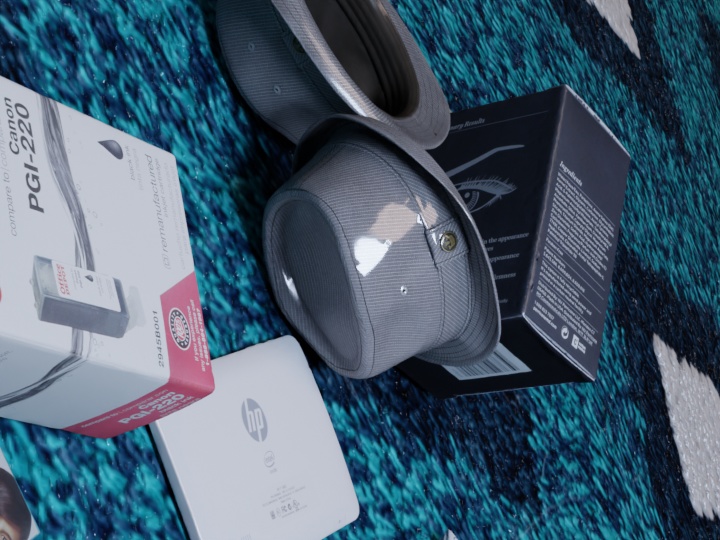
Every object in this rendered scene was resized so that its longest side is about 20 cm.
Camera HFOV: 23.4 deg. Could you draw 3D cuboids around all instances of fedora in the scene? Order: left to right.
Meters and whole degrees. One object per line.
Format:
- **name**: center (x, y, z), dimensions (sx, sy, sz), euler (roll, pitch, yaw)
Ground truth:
- **fedora**: center (-0.032, -0.152, 1.238), dimensions (0.201, 0.090, 0.177), euler (53, 26, -13)
- **fedora**: center (0.000, 0.000, 1.161), dimensions (0.090, 0.176, 0.202), euler (-35, 123, -34)

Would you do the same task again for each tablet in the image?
- **tablet**: center (-0.063, 0.114, 1.073), dimensions (0.200, 0.014, 0.131), euler (-15, 84, -66)

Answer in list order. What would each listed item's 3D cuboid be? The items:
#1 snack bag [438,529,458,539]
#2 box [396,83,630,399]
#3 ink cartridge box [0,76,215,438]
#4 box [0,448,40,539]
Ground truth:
- **snack bag**: center (0.095, 0.314, 1.225), dimensions (0.189, 0.021, 0.201), euler (55, 28, -28)
- **box**: center (0.106, -0.020, 1.303), dimensions (0.104, 0.147, 0.202), euler (39, 54, -40)
- **ink cartridge box**: center (-0.169, -0.008, 0.868), dimensions (0.199, 0.084, 0.147), euler (21, 52, -56)
- **box**: center (-0.215, 0.119, 0.713), dimensions (0.083, 0.049, 0.200), euler (65, 25, -7)
